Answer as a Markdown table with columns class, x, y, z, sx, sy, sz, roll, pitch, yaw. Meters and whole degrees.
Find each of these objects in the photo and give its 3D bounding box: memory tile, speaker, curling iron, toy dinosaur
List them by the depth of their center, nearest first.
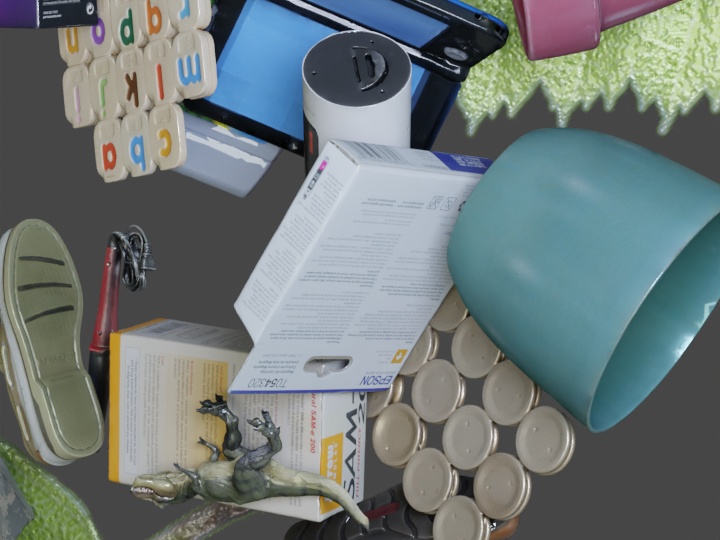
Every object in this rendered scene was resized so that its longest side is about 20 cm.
| class | x | y | z | sx | sy | sz | roll | pitch | yaw |
| --- | --- | --- | --- | --- | --- | --- | --- | --- | --- |
| speaker | -0.002 | -0.082 | 1.677 | 0.081 | 0.081 | 0.200 | 17 | 142 | 14 |
| toy dinosaur | -0.085 | 0.144 | 1.713 | 0.200 | 0.047 | 0.088 | 2 | 115 | 28 |
| memory tile | 0.073 | 0.109 | 1.718 | 0.153 | 0.017 | 0.200 | -50 | 52 | 23 |
| curling iron | -0.204 | 0.058 | 1.842 | 0.050 | 0.026 | 0.200 | 36 | 118 | 46 |

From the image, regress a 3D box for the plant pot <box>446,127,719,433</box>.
| class | x | y | z | sx | sy | sz | roll | pitch | yaw |
| --- | --- | --- | --- | --- | --- | --- | --- | --- | --- |
| plant pot | 0.161 | -0.009 | 1.639 | 0.161 | 0.201 | 0.201 | 34 | 108 | 20 |

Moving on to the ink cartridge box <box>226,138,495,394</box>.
| class | x | y | z | sx | sy | sz | roll | pitch | yaw |
| --- | --- | --- | --- | --- | --- | --- | --- | --- | --- |
| ink cartridge box | 0.000 | 0.000 | 1.657 | 0.043 | 0.196 | 0.200 | 44 | 113 | 30 |

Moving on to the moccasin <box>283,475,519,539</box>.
| class | x | y | z | sx | sy | sz | roll | pitch | yaw |
| --- | --- | --- | --- | --- | --- | --- | --- | --- | --- |
| moccasin | 0.037 | 0.215 | 1.776 | 0.201 | 0.074 | 0.078 | -24 | 132 | 23 |

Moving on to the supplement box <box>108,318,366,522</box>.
| class | x | y | z | sx | sy | sz | roll | pitch | yaw |
| --- | --- | --- | --- | --- | --- | --- | --- | --- | --- |
| supplement box | -0.097 | 0.115 | 1.783 | 0.200 | 0.074 | 0.126 | 8 | 102 | 28 |

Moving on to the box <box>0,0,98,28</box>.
| class | x | y | z | sx | sy | sz | roll | pitch | yaw |
| --- | --- | --- | --- | --- | --- | --- | --- | --- | --- |
| box | -0.306 | -0.262 | 1.771 | 0.200 | 0.079 | 0.141 | 5 | 99 | 33 |

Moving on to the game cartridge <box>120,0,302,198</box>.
| class | x | y | z | sx | sy | sz | roll | pitch | yaw |
| --- | --- | --- | --- | --- | --- | --- | --- | --- | --- |
| game cartridge | -0.101 | -0.162 | 1.757 | 0.133 | 0.040 | 0.200 | 20 | 110 | -1 |

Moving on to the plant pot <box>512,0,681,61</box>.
| class | x | y | z | sx | sy | sz | roll | pitch | yaw |
| --- | --- | --- | --- | --- | --- | --- | --- | --- | --- |
| plant pot | 0.187 | -0.260 | 1.592 | 0.179 | 0.200 | 0.200 | -10 | 97 | 4 |

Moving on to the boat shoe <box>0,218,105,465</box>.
| class | x | y | z | sx | sy | sz | roll | pitch | yaw |
| --- | --- | --- | --- | --- | --- | --- | --- | --- | --- |
| boat shoe | -0.265 | 0.061 | 1.840 | 0.068 | 0.075 | 0.200 | -22 | 75 | 46 |

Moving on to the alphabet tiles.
| class | x | y | z | sx | sy | sz | roll | pitch | yaw |
| --- | --- | --- | --- | --- | --- | --- | --- | --- | --- |
| alphabet tiles | -0.173 | -0.170 | 1.735 | 0.200 | 0.015 | 0.196 | -8 | 87 | 51 |

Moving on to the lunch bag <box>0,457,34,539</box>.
| class | x | y | z | sx | sy | sz | roll | pitch | yaw |
| --- | --- | --- | --- | --- | --- | --- | --- | --- | --- |
| lunch bag | -0.377 | 0.173 | 1.830 | 0.118 | 0.164 | 0.200 | -24 | 105 | 19 |

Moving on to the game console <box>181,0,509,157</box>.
| class | x | y | z | sx | sy | sz | roll | pitch | yaw |
| --- | --- | --- | --- | --- | --- | --- | --- | --- | --- |
| game console | -0.016 | -0.153 | 1.676 | 0.200 | 0.171 | 0.118 | 21 | 80 | -10 |
